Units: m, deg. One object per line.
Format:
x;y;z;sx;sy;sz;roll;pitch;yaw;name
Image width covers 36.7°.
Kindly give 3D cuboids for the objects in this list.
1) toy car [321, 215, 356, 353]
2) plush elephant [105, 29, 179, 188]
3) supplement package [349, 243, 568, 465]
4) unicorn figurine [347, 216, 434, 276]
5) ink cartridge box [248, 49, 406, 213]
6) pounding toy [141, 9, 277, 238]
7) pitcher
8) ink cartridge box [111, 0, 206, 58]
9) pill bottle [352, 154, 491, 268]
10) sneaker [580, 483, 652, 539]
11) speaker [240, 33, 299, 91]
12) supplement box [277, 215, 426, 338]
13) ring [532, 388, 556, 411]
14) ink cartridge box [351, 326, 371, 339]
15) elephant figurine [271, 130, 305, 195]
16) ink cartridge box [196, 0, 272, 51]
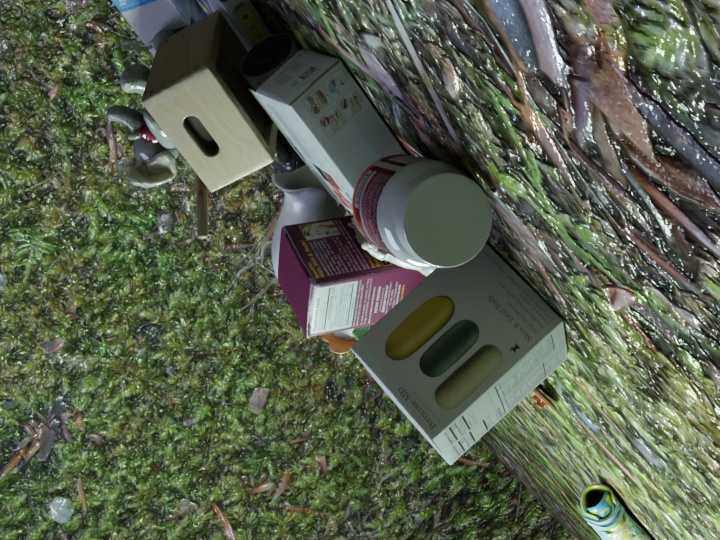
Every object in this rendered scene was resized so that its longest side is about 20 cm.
0.018;0.052;1.706;0.175;0.201;0.185;11;151;25;toy car
-0.288;-0.216;1.562;0.200;0.154;0.165;45;-148;-27;plush elephant
0.121;0.096;1.288;0.152;0.200;0.151;47;176;23;supplement package
0.050;-0.035;1.395;0.199;0.074;0.137;34;172;4;unicorn figurine
-0.030;-0.164;1.328;0.200;0.084;0.175;52;172;-27;ink cartridge box
-0.196;-0.189;1.421;0.201;0.141;0.185;55;-159;-33;pounding toy
-0.056;-0.068;1.612;0.121;0.171;0.202;25;130;34;pitcher
-0.290;-0.404;1.600;0.200;0.083;0.146;55;-158;-54;ink cartridge box
0.062;-0.062;1.127;0.110;0.109;0.200;50;176;-15;pill bottle
0.451;0.455;1.888;0.200;0.079;0.131;46;176;36;sneaker
-0.076;-0.214;1.440;0.081;0.081;0.200;45;174;49;speaker
0.000;0.000;1.501;0.131;0.198;0.104;-120;29;-44;supplement box
0.228;0.153;1.703;0.200;0.019;0.200;41;-177;-3;ring
0.102;0.112;1.577;0.084;0.145;0.200;51;175;-40;ink cartridge box
-0.112;-0.203;1.619;0.201;0.141;0.155;55;-168;9;elephant figurine
-0.200;-0.386;1.488;0.198;0.047;0.200;49;175;34;ink cartridge box
